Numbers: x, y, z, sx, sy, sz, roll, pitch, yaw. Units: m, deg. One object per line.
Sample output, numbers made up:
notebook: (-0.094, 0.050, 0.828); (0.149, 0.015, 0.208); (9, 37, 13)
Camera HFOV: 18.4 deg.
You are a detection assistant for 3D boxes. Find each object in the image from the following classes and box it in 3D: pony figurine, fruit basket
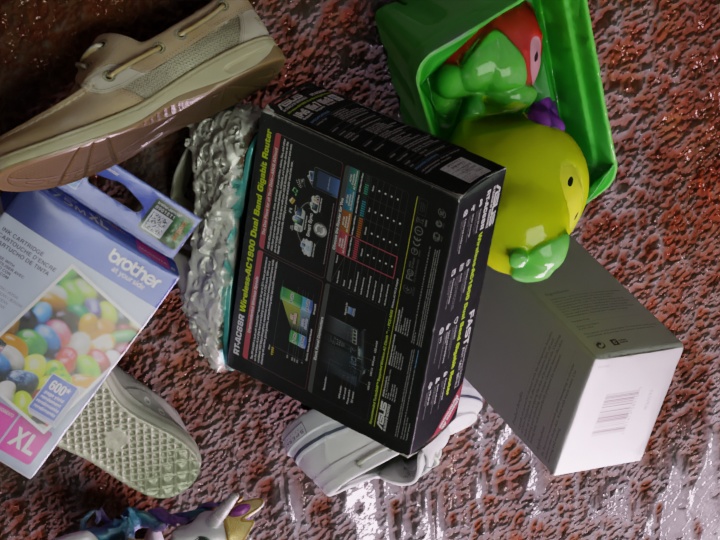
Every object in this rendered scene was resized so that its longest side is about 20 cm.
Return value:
pony figurine: (-0.157, 0.239, 1.549); (0.200, 0.167, 0.193); (-19, 140, -17)
fruit basket: (0.105, -0.085, 1.469); (0.155, 0.216, 0.216); (-32, 137, -14)

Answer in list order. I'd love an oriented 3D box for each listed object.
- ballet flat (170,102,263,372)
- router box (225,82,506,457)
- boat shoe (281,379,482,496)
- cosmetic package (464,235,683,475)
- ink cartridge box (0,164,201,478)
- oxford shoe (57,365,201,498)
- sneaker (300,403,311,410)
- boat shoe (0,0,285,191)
ballet flat: (-0.095, -0.028, 1.469); (0.072, 0.072, 0.200); (-12, 127, -30)
router box: (0.000, 0.000, 1.421); (0.062, 0.150, 0.200); (-34, 142, -50)
boat shoe: (0.025, 0.130, 1.653); (0.200, 0.067, 0.074); (-11, 153, -44)
cosmetic package: (0.127, 0.041, 1.587); (0.085, 0.200, 0.108); (-6, 129, -32)
ink cartridge box: (-0.201, 0.021, 1.408); (0.119, 0.042, 0.200); (34, 98, -20)
oxford shoe: (-0.186, 0.083, 1.494); (0.075, 0.058, 0.200); (-42, 123, 11)
sneaker: (-0.038, 0.034, 1.552); (0.083, 0.072, 0.200); (-32, 137, -11)
boat shoe: (-0.145, -0.111, 1.364); (0.200, 0.065, 0.072); (-27, 171, -18)
